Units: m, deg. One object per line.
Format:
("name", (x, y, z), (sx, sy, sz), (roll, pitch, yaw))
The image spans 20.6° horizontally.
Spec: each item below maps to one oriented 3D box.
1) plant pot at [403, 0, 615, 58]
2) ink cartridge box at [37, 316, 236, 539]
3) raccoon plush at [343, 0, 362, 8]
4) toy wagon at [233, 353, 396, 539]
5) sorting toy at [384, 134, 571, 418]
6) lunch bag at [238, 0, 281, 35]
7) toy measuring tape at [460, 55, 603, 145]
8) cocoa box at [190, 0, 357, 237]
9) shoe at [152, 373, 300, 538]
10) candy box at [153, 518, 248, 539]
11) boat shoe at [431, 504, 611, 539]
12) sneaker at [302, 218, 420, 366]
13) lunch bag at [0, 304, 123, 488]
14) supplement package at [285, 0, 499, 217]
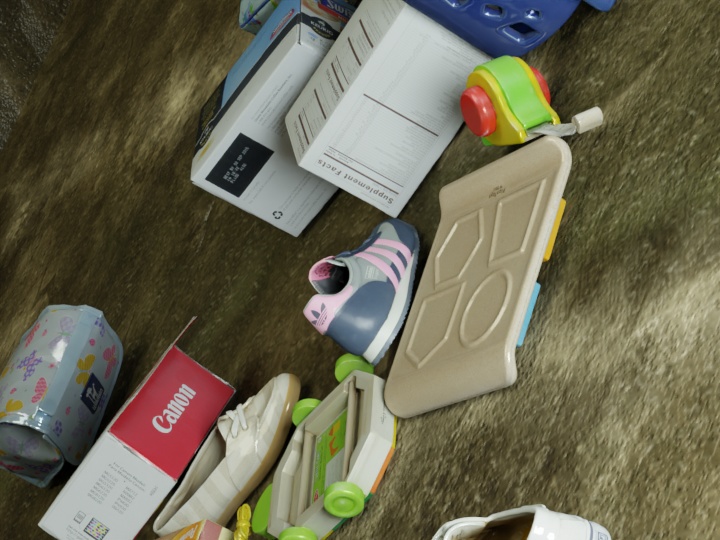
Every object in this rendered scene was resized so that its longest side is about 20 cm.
("plant pot", (0.130, -0.314, 1.640), (0.180, 0.200, 0.201), (-11, 53, 57))
("ink cartridge box", (-0.199, 0.161, 1.886), (0.176, 0.084, 0.200), (-52, 3, 26))
("raccoon plush", (-0.008, -0.283, 2.080), (0.200, 0.097, 0.134), (-42, 36, 42))
("toy wagon", (-0.038, 0.167, 1.643), (0.200, 0.039, 0.155), (-47, 25, 36))
("sorting toy", (0.095, 0.010, 1.541), (0.185, 0.036, 0.201), (-25, 46, 59))
("lunch bag", (-0.061, -0.365, 2.311), (0.161, 0.082, 0.201), (-32, 35, 55))
("toy measuring tape", (0.130, -0.138, 1.575), (0.074, 0.073, 0.200), (-65, 18, -8))
("cocoa box", (-0.062, -0.163, 1.981), (0.200, 0.133, 0.131), (-49, 23, 31))
("shoe", (-0.121, 0.174, 1.809), (0.200, 0.053, 0.070), (-57, 21, 12))
("candy box", (-0.177, 0.300, 1.781), (0.200, 0.055, 0.116), (-29, 38, 56))
("boat shoe", (0.079, 0.187, 1.294), (0.200, 0.070, 0.071), (-22, 44, 60))
("sneaker", (0.000, 0.000, 1.682), (0.070, 0.082, 0.200), (-58, 10, 25))
("lunch bag", (-0.360, 0.146, 2.324), (0.200, 0.127, 0.170), (-46, 22, 60))
("supplement package", (0.033, -0.171, 1.794), (0.200, 0.114, 0.110), (-54, 23, 18))
